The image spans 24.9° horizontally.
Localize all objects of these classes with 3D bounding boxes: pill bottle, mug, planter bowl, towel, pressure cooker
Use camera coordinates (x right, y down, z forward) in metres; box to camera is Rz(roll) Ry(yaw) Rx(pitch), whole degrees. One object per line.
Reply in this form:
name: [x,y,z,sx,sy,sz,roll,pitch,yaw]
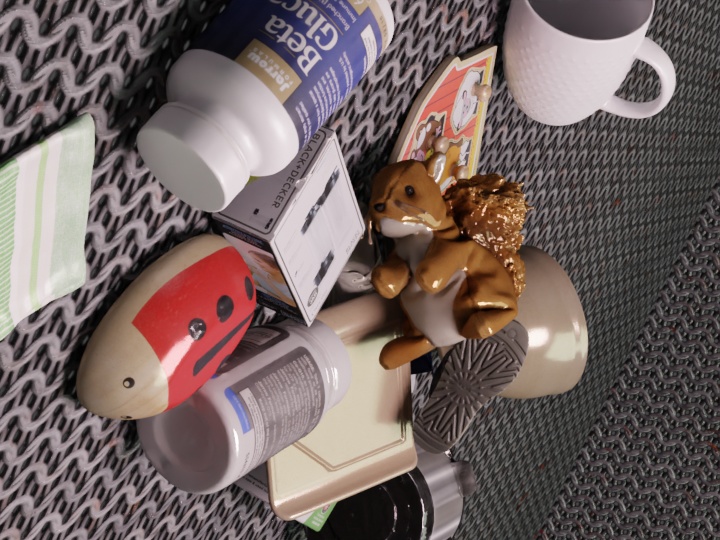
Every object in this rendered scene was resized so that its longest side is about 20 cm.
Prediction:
pill bottle: [-0.072,-0.141,1.199,0.200,0.111,0.111,-52,160,-26]
mug: [0.249,-0.235,1.780,0.148,0.200,0.176,-55,168,-32]
planter bowl: [0.179,0.078,2.110,0.134,0.200,0.201,-14,137,-29]
pill bottle: [-0.100,0.115,1.481,0.200,0.114,0.114,-27,142,-53]
towel: [-0.247,-0.001,1.081,0.200,0.023,0.153,-42,153,-45]
pressure cooker: [0.039,0.283,2.017,0.179,0.176,0.200,-66,162,10]

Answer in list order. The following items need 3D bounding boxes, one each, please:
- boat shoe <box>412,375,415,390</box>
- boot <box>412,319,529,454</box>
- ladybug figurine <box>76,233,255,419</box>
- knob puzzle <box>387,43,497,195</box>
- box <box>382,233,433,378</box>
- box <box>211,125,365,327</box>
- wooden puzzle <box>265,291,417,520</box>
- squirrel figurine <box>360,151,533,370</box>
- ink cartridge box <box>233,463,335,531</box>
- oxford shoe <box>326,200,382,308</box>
boat shoe: [0.002,0.165,1.928,0.068,0.072,0.200,-31,-156,44]
boot: [0.124,0.106,1.761,0.182,0.073,0.200,-49,175,16]
ladybug figurine: [-0.149,0.050,1.336,0.200,0.072,0.136,-47,157,-36]
knob puzzle: [0.090,-0.131,1.729,0.220,0.030,0.220,-45,148,-39]
box: [0.053,0.037,1.817,0.200,0.032,0.122,69,13,-65]
box: [-0.059,-0.044,1.444,0.117,0.060,0.200,-61,163,-16]
wooden puzzle: [-0.026,0.134,1.666,0.185,0.037,0.201,-18,111,-33]
squirrel figurine: [0.083,-0.029,1.638,0.141,0.187,0.200,-21,-173,44]
ink cartridge box: [-0.043,0.170,1.775,0.200,0.084,0.145,-58,160,-7]
oxford shoe: [0.000,0.000,1.686,0.075,0.058,0.200,-48,156,-29]
